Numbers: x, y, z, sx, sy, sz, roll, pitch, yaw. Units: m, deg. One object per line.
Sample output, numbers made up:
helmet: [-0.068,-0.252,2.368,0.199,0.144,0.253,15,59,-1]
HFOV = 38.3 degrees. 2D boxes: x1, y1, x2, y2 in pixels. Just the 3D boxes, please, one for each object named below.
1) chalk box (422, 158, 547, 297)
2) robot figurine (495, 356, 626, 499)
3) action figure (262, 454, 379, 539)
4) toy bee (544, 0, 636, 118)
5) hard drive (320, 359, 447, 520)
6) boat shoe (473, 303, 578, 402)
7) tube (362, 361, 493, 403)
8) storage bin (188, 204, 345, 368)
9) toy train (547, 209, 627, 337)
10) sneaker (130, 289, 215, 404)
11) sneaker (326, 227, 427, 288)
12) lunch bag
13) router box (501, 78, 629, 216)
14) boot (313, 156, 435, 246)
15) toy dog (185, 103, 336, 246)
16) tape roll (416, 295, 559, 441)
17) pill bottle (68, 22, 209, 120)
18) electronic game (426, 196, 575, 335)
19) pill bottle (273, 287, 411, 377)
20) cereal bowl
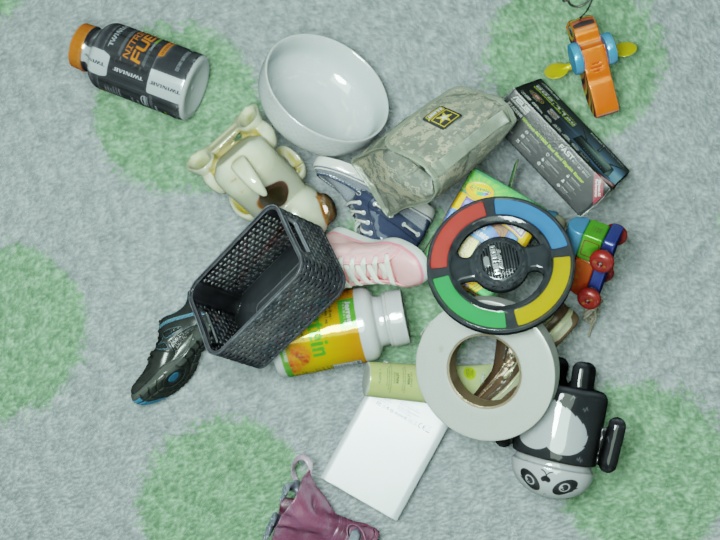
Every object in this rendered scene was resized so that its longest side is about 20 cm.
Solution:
chalk box: [0.188,-0.066,1.509,0.124,0.125,0.200,32,91,6]
robot figurine: [0.285,0.226,1.485,0.125,0.150,0.200,12,88,-28]
action figure: [-0.037,0.390,1.538,0.200,0.134,0.149,21,47,-6]
toy bee: [0.342,-0.334,1.532,0.131,0.109,0.200,3,112,-3]
hard drive: [0.046,0.254,1.555,0.132,0.025,0.200,29,90,6]
boat shoe: [0.221,0.115,1.501,0.075,0.075,0.202,43,86,-3]
tube: [0.104,0.165,1.520,0.200,0.052,0.058,7,114,-12]
storage bin: [-0.132,0.025,1.444,0.200,0.094,0.135,-44,49,21]
toy train: [0.300,0.007,1.494,0.116,0.085,0.200,23,134,16]
sneaker: [-0.282,0.118,1.578,0.082,0.073,0.200,41,85,22]
sneaker: [0.000,0.000,1.484,0.200,0.105,0.075,16,133,41]
lunch bag: [0.105,-0.170,1.433,0.164,0.200,0.118,-38,101,-22]
router box: [0.287,-0.181,1.489,0.200,0.150,0.062,48,117,5]
boot: [0.009,-0.090,1.531,0.200,0.073,0.091,25,82,-11]
toy dog: [-0.124,-0.121,1.516,0.140,0.194,0.200,-47,119,-7]
tape roll: [0.175,0.136,1.441,0.202,0.037,0.203,4,100,22]
pill bottle: [-0.340,-0.310,1.577,0.200,0.106,0.106,21,89,5]
electronic game: [0.189,-0.009,1.400,0.199,0.042,0.200,-3,68,7]
pill bottle: [-0.031,0.086,1.527,0.200,0.111,0.111,-12,86,4]
cereal bowl: [-0.064,-0.248,1.533,0.200,0.083,0.200,15,55,-23]
